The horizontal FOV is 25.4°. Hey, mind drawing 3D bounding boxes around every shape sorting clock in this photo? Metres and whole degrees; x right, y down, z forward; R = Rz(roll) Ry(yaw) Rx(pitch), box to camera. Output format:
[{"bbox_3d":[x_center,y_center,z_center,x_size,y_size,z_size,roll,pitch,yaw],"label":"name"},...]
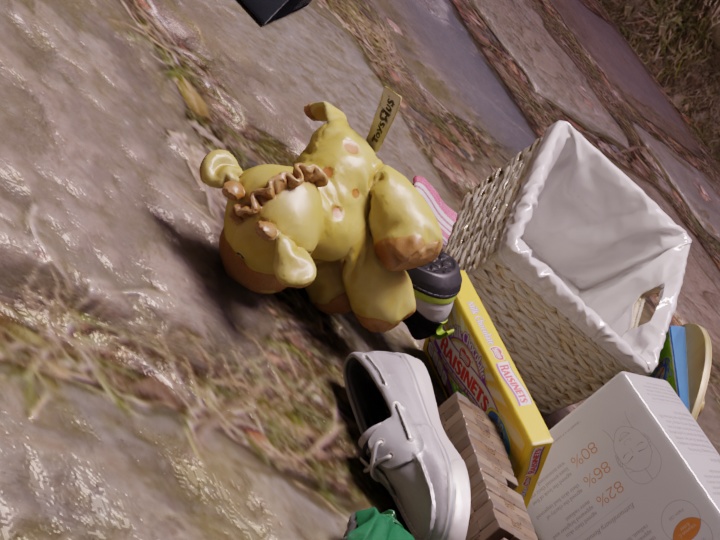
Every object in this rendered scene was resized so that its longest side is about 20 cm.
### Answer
[{"bbox_3d":[0.283,0.144,1.528,0.039,0.201,0.200,22,25,-10],"label":"shape sorting clock"}]

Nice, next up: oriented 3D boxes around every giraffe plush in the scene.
[{"bbox_3d":[-0.044,-0.037,1.273,0.172,0.201,0.162,24,32,34],"label":"giraffe plush"}]

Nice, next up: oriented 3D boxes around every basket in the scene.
[{"bbox_3d":[0.191,0.001,1.574,0.200,0.161,0.199,41,46,-17],"label":"basket"}]

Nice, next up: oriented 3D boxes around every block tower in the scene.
[{"bbox_3d":[0.094,0.184,1.269,0.054,0.058,0.200,34,23,-34],"label":"block tower"}]

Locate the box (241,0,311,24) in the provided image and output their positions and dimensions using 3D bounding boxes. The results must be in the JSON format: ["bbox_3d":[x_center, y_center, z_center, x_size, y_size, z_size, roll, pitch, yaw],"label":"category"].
[{"bbox_3d":[-0.114,-0.403,1.840,0.197,0.117,0.200,47,19,-3],"label":"box"}]

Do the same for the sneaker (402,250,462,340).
[{"bbox_3d":[0.000,0.000,1.412,0.199,0.083,0.072,32,32,29],"label":"sneaker"}]

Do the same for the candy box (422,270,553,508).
[{"bbox_3d":[0.107,0.105,1.387,0.026,0.103,0.201,-6,46,-22],"label":"candy box"}]

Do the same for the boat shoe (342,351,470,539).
[{"bbox_3d":[0.030,0.135,1.220,0.068,0.072,0.201,12,42,-24],"label":"boat shoe"}]

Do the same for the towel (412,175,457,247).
[{"bbox_3d":[0.109,-0.013,1.705,0.146,0.030,0.200,40,21,-20],"label":"towel"}]

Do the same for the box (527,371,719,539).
[{"bbox_3d":[0.245,0.214,1.381,0.106,0.152,0.201,14,39,-57],"label":"box"}]

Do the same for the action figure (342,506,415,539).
[{"bbox_3d":[0.014,0.209,1.060,0.118,0.055,0.200,43,13,-8],"label":"action figure"}]
